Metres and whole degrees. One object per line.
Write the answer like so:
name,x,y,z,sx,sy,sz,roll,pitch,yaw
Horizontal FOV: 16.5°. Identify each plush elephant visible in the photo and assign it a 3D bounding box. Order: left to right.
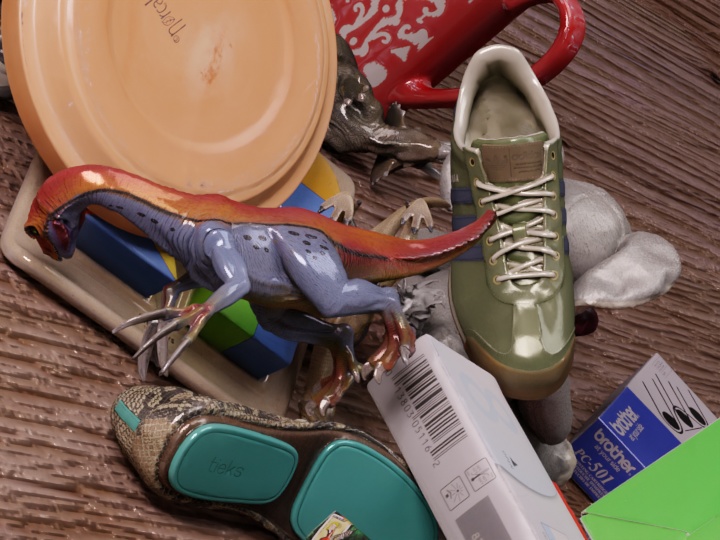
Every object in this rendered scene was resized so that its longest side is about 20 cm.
plush elephant,0.101,0.007,1.454,0.165,0.155,0.200,56,5,25

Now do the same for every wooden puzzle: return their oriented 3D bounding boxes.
wooden puzzle,-0.081,-0.034,1.288,0.185,0.046,0.200,37,45,-26

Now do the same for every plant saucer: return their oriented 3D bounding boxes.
plant saucer,-0.087,-0.115,1.234,0.200,0.032,0.201,6,81,-41

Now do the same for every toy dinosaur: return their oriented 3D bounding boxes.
toy dinosaur,-0.064,-0.007,1.200,0.181,0.105,0.200,45,57,-13
toy dinosaur,-0.023,-0.126,1.656,0.200,0.077,0.102,50,8,21
toy dinosaur,0.000,0.000,1.315,0.058,0.101,0.200,23,52,4

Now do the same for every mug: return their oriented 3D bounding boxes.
mug,0.052,-0.190,1.714,0.133,0.200,0.178,35,24,-31

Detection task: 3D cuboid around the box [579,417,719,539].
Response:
box,0.247,0.132,1.310,0.176,0.200,0.097,38,20,-53

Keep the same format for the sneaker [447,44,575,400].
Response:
sneaker,0.079,-0.035,1.344,0.090,0.067,0.200,87,-1,-53

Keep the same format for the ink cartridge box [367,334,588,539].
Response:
ink cartridge box,0.100,0.132,1.277,0.200,0.047,0.160,30,25,-50

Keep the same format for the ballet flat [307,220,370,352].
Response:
ballet flat,-0.044,-0.035,1.422,0.200,0.068,0.068,61,5,18

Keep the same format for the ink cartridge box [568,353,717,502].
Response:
ink cartridge box,0.197,0.122,1.654,0.094,0.044,0.200,47,20,4

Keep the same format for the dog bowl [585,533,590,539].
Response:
dog bowl,0.200,0.218,1.464,0.200,0.059,0.200,40,21,-19

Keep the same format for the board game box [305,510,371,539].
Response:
board game box,0.057,0.189,1.103,0.105,0.023,0.200,32,-15,48

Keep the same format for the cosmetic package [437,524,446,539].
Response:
cosmetic package,0.101,0.214,1.282,0.200,0.052,0.151,43,18,-12

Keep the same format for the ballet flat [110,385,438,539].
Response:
ballet flat,-0.043,0.093,1.206,0.200,0.068,0.075,25,8,-44

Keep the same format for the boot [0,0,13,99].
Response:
boot,-0.207,-0.206,1.281,0.204,0.154,0.073,43,20,-10
